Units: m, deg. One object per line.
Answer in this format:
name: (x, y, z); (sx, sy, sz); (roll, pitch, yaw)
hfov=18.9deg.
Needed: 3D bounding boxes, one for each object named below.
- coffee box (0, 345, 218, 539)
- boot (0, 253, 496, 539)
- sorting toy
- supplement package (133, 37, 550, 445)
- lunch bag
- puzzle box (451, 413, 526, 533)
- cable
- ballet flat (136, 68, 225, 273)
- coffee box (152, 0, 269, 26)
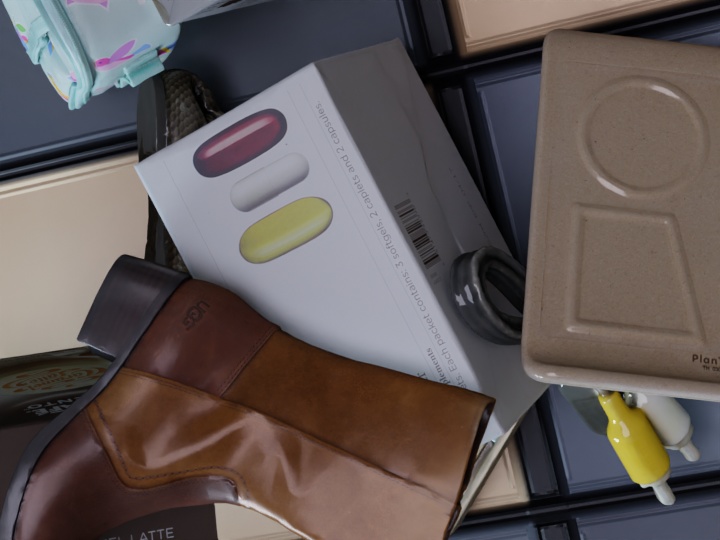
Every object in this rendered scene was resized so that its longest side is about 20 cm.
coffee box: (-0.159, 0.097, 1.166); (0.114, 0.200, 0.080); (-9, 99, -19)
boot: (-0.057, 0.112, 1.021); (0.199, 0.068, 0.189); (23, 81, 7)
sorting toy: (0.175, -0.023, 1.068); (0.184, 0.037, 0.201); (6, 64, -1)
supplement package: (0.000, 0.000, 1.107); (0.111, 0.156, 0.201); (-28, 91, 20)
lunch bag: (-0.156, -0.165, 1.130); (0.077, 0.200, 0.161); (-25, 93, -7)
puzzle box: (0.002, 0.040, 1.210); (0.200, 0.025, 0.133); (32, 107, 10)
cable: (0.117, 0.033, 1.101); (0.050, 0.097, 0.200); (-11, 140, 31)
ballet flat: (-0.096, -0.011, 1.200); (0.046, 0.067, 0.201); (-1, 87, -22)
coffee box: (-0.053, -0.199, 1.091); (0.080, 0.200, 0.113); (-26, 93, 22)
